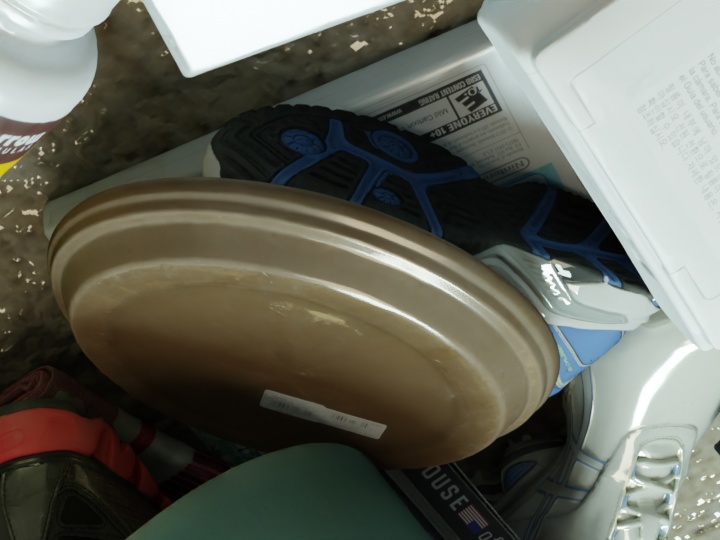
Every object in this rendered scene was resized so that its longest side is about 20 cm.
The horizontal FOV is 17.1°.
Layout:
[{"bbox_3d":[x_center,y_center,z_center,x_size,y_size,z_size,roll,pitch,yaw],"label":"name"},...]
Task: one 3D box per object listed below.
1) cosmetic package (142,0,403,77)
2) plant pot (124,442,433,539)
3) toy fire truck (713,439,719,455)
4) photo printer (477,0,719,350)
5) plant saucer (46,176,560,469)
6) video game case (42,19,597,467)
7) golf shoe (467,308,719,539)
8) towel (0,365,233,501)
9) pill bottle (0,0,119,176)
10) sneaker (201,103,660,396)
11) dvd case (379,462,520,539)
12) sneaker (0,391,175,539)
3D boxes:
[{"bbox_3d":[0.018,-0.150,0.791,0.200,0.101,0.071,-18,134,9],"label":"cosmetic package"},{"bbox_3d":[-0.018,0.194,0.907,0.201,0.161,0.201,-34,151,-22],"label":"plant pot"},{"bbox_3d":[0.274,0.050,1.027,0.129,0.200,0.176,47,120,10],"label":"toy fire truck"},{"bbox_3d":[0.163,-0.088,0.861,0.200,0.069,0.166,-37,121,1],"label":"photo printer"},{"bbox_3d":[-0.025,0.028,0.906,0.200,0.029,0.200,11,154,6],"label":"plant saucer"},{"bbox_3d":[0.000,0.000,0.981,0.200,0.024,0.182,-22,133,11],"label":"video game case"},{"bbox_3d":[0.118,0.087,1.012,0.078,0.097,0.200,3,141,-25],"label":"golf shoe"},{"bbox_3d":[-0.105,0.117,1.060,0.200,0.023,0.144,32,130,-33],"label":"towel"},{"bbox_3d":[-0.168,-0.067,0.832,0.109,0.109,0.200,32,121,-32],"label":"pill bottle"},{"bbox_3d":[0.024,-0.001,0.914,0.200,0.076,0.077,22,120,-26],"label":"sneaker"},{"bbox_3d":[0.062,0.165,1.048,0.025,0.150,0.200,-32,143,-14],"label":"dvd case"},{"bbox_3d":[-0.086,0.135,0.991,0.071,0.098,0.200,-29,134,25],"label":"sneaker"}]
